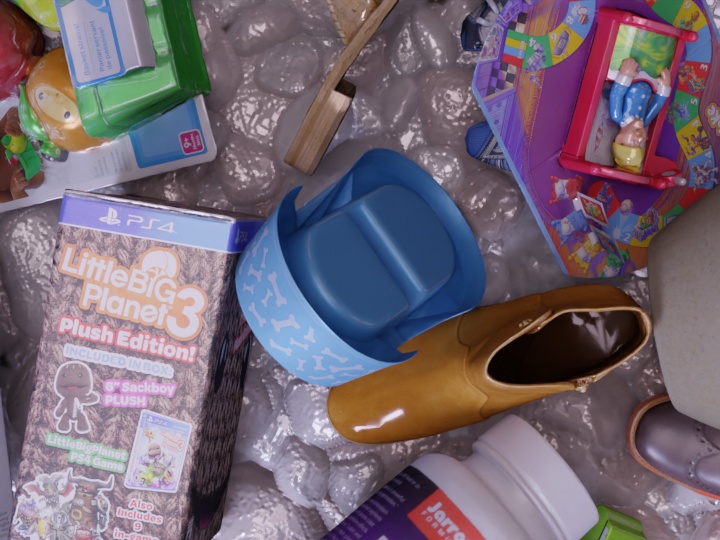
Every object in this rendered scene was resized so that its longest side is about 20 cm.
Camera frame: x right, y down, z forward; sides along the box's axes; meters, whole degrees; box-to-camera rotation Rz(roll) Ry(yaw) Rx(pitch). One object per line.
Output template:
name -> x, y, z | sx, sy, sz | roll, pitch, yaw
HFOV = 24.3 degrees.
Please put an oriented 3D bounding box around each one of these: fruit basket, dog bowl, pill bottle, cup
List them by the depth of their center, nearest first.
cup -> 0.241, 0.020, 0.939 | 0.143, 0.200, 0.201 | -9, 91, 19
dog bowl -> 0.000, 0.000, 0.951 | 0.050, 0.200, 0.112 | -36, 88, 31
pill bottle -> 0.037, 0.177, 0.962 | 0.200, 0.111, 0.111 | -39, 88, -11
fruit basket -> -0.199, -0.135, 1.008 | 0.199, 0.094, 0.186 | -12, 91, 8

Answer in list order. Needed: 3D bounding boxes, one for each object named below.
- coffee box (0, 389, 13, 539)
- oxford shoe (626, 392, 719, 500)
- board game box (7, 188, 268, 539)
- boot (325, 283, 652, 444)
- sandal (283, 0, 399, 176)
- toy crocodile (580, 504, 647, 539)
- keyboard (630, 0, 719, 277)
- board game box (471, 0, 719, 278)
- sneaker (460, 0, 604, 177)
coffee box -> -0.274, 0.086, 1.000 | 0.114, 0.080, 0.201 | -6, 91, 49
oxford shoe -> 0.258, 0.112, 0.987 | 0.199, 0.073, 0.071 | 10, 92, 4
board game box -> -0.123, 0.059, 0.973 | 0.097, 0.159, 0.201 | 10, 93, 4
boot -> 0.067, 0.054, 0.965 | 0.201, 0.144, 0.071 | -21, 89, 5
sandal -> -0.011, -0.165, 0.999 | 0.070, 0.078, 0.212 | 27, 98, -3
toy crocodile -> 0.116, 0.236, 1.012 | 0.067, 0.062, 0.200 | 20, 92, -37
keyboard -> 0.182, -0.098, 1.019 | 0.056, 0.011, 0.200 | 19, 93, 4
board game box -> 0.159, -0.090, 0.956 | 0.158, 0.039, 0.200 | -36, 117, -14
sneaker -> 0.102, -0.153, 0.993 | 0.085, 0.077, 0.201 | 8, 92, 8
